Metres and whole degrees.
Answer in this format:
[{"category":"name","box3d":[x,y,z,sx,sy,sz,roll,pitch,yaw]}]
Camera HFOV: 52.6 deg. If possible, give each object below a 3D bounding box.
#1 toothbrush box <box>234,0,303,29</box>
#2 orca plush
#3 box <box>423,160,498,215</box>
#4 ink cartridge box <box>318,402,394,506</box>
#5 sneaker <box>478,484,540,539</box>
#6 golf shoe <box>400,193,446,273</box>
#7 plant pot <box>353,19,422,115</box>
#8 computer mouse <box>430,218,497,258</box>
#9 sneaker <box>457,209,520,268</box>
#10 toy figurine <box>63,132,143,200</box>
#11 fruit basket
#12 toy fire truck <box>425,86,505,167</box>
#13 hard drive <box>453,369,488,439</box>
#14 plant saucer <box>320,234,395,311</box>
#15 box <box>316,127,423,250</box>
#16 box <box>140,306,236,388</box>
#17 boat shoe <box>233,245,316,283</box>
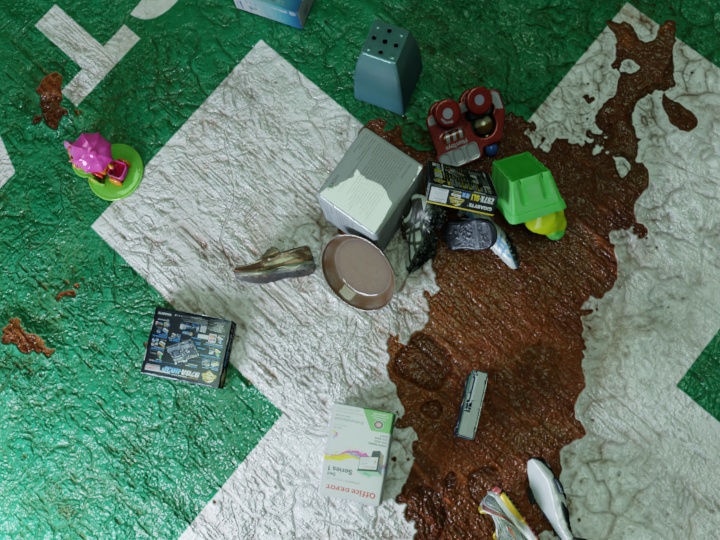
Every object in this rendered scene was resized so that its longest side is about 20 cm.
[{"category":"toothbrush box","box3d":[-0.220,-0.740,1.895,0.196,0.085,0.149,20,81,8]},{"category":"orca plush","box3d":[0.435,0.498,1.580,0.070,0.106,0.201,-4,45,-34]},{"category":"box","box3d":[0.227,-0.193,1.679,0.156,0.201,0.050,9,113,-1]},{"category":"ink cartridge box","box3d":[-0.007,0.410,1.628,0.141,0.084,0.205,9,79,6]},{"category":"sneaker","box3d":[0.333,0.572,1.577,0.082,0.078,0.201,-38,68,0]},{"category":"golf shoe","box3d":[0.134,-0.088,1.696,0.077,0.203,0.094,-22,52,-42]},{"category":"plant pot","box3d":[0.065,-0.504,1.763,0.139,0.200,0.144,21,79,9]},{"category":"computer mouse","box3d":[0.229,-0.112,1.700,0.197,0.046,0.144,-9,96,37]},{"category":"sneaker","box3d":[0.306,-0.082,1.725,0.072,0.072,0.201,-40,78,19]},{"category":"toy figurine","box3d":[-0.655,-0.280,1.779,0.196,0.184,0.153,21,80,9]},{"category":"fruit basket","box3d":[0.395,-0.152,1.689,0.152,0.216,0.220,-16,77,1]},{"category":"toy fire truck","box3d":[0.260,-0.347,1.772,0.196,0.112,0.171,-21,101,0]},{"category":"hard drive","box3d":[0.238,0.293,1.575,0.037,0.200,0.143,14,78,8]},{"category":"plant saucer","box3d":[0.000,0.000,1.689,0.199,0.202,0.037,34,41,11]},{"category":"box","box3d":[0.027,-0.178,1.694,0.170,0.199,0.202,35,82,10]},{"category":"box","box3d":[-0.407,0.183,1.729,0.195,0.046,0.163,9,79,6]},{"category":"boat shoe","box3d":[-0.206,-0.017,1.748,0.195,0.076,0.073,-7,73,-7]}]
